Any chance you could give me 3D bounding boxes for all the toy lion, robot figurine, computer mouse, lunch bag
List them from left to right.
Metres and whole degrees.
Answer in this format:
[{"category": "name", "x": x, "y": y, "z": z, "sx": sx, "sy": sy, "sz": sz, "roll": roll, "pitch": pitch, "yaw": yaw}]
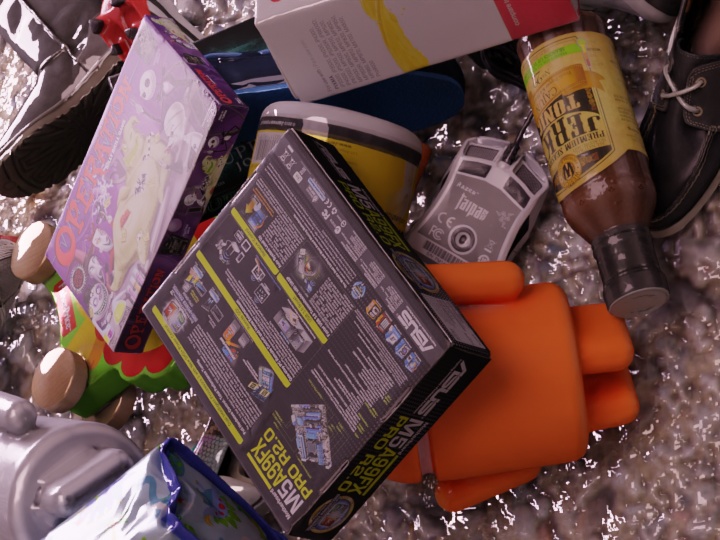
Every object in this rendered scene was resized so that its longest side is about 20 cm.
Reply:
[{"category": "robot figurine", "x": -0.217, "y": 0.159, "z": 1.593, "sx": 0.113, "sy": 0.171, "sz": 0.200, "roll": -29, "pitch": 14, "yaw": -28}, {"category": "toy lion", "x": -0.157, "y": 0.009, "z": 1.637, "sx": 0.191, "sy": 0.068, "sz": 0.201, "roll": -39, "pitch": 46, "yaw": 23}, {"category": "lunch bag", "x": -0.118, "y": 0.235, "z": 1.470, "sx": 0.170, "sy": 0.200, "sz": 0.128, "roll": -38, "pitch": 26, "yaw": 14}, {"category": "robot figurine", "x": 0.072, "y": 0.073, "z": 1.425, "sx": 0.198, "sy": 0.144, "sz": 0.117, "roll": -8, "pitch": 63, "yaw": 1}, {"category": "computer mouse", "x": 0.085, "y": -0.050, "z": 1.528, "sx": 0.109, "sy": 0.044, "sz": 0.201, "roll": 31, "pitch": 93, "yaw": 8}]

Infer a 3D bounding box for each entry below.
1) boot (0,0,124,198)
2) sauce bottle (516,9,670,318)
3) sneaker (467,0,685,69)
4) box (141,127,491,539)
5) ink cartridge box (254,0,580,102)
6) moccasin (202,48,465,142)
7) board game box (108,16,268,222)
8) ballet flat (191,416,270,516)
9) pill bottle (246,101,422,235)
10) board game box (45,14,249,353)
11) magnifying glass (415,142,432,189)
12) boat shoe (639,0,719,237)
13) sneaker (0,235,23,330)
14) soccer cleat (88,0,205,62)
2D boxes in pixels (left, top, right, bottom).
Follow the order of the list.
[{"category": "boot", "x": -0.265, "y": -0.174, "z": 1.809, "sx": 0.182, "sy": 0.073, "sz": 0.200, "roll": -42, "pitch": 59, "yaw": -4}, {"category": "sauce bottle", "x": 0.151, "y": -0.068, "z": 1.439, "sx": 0.064, "sy": 0.065, "sz": 0.201, "roll": -27, "pitch": 61, "yaw": 23}, {"category": "sneaker", "x": 0.132, "y": -0.178, "z": 1.551, "sx": 0.200, "sy": 0.075, "sz": 0.116, "roll": 34, "pitch": 101, "yaw": 46}, {"category": "box", "x": -0.031, "y": 0.037, "z": 1.385, "sx": 0.160, "sy": 0.044, "sz": 0.200, "roll": -50, "pitch": 53, "yaw": 18}, {"category": "ink cartridge box", "x": 0.034, "y": -0.209, "z": 1.485, "sx": 0.199, "sy": 0.084, "sz": 0.146, "roll": -16, "pitch": 46, "yaw": 16}, {"category": "moccasin", "x": -0.027, "y": -0.137, "z": 1.560, "sx": 0.198, "sy": 0.081, "sz": 0.069, "roll": 0, "pitch": 52, "yaw": 5}, {"category": "board game box", "x": -0.064, "y": -0.122, "z": 1.618, "sx": 0.199, "sy": 0.028, "sz": 0.136, "roll": -24, "pitch": 58, "yaw": -9}, {"category": "ballet flat", "x": -0.080, "y": 0.124, "z": 1.570, "sx": 0.071, "sy": 0.069, "sz": 0.201, "roll": 16, "pitch": 79, "yaw": 24}, {"category": "pill bottle", "x": -0.032, "y": -0.003, "z": 1.497, "sx": 0.111, "sy": 0.112, "sz": 0.202, "roll": 10, "pitch": 85, "yaw": 36}, {"category": "board game box", "x": -0.149, "y": -0.058, "z": 1.559, "sx": 0.120, "sy": 0.032, "sz": 0.201, "roll": 51, "pitch": 125, "yaw": 45}, {"category": "magnifying glass", "x": 0.000, "y": 0.000, "z": 1.571, "sx": 0.079, "sy": 0.022, "sz": 0.201, "roll": 23, "pitch": 74, "yaw": 2}, {"category": "boat shoe", "x": 0.213, "y": -0.120, "z": 1.464, "sx": 0.072, "sy": 0.067, "sz": 0.201, "roll": 24, "pitch": 89, "yaw": 37}, {"category": "sneaker", "x": -0.301, "y": 0.065, "z": 1.741, "sx": 0.082, "sy": 0.078, "sz": 0.201, "roll": 34, "pitch": 101, "yaw": 35}, {"category": "soccer cleat", "x": -0.128, "y": -0.132, "z": 1.703, "sx": 0.069, "sy": 0.085, "sz": 0.201, "roll": -40, "pitch": 73, "yaw": 40}]
